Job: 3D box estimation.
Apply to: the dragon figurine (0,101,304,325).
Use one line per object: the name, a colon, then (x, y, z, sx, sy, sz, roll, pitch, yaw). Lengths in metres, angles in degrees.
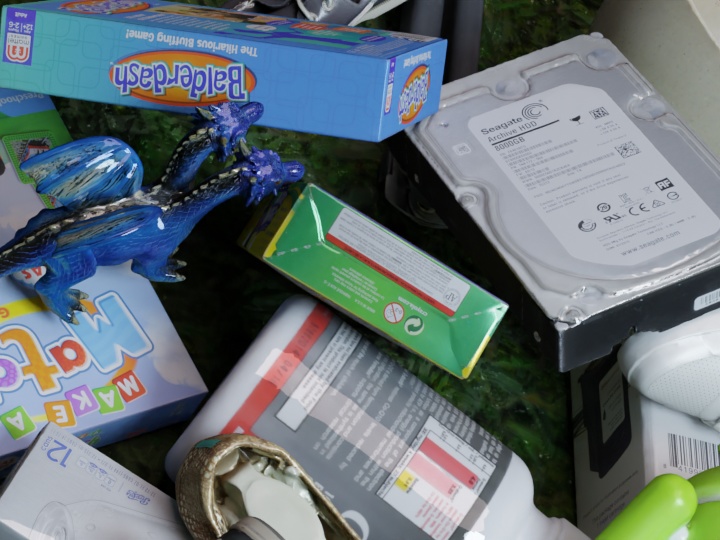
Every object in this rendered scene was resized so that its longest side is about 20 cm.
dragon figurine: (-0.128, -0.025, 1.051, 0.200, 0.099, 0.059, -16, 65, -19)

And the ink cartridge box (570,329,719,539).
ink cartridge box: (0.199, 0.100, 1.234, 0.145, 0.084, 0.200, 16, 52, -20)

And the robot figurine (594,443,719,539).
robot figurine: (0.184, 0.175, 1.051, 0.175, 0.116, 0.200, 42, 41, -19)

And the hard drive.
hard drive: (0.117, -0.043, 1.178, 0.140, 0.038, 0.200, -20, 45, -15)

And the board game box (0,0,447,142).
board game box: (-0.068, -0.108, 1.148, 0.200, 0.045, 0.152, 10, 12, 12)

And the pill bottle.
pill bottle: (0.013, 0.113, 1.094, 0.200, 0.116, 0.116, 37, 47, -1)

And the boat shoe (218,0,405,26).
boat shoe: (-0.030, -0.161, 1.279, 0.073, 0.063, 0.200, 43, 61, 17)

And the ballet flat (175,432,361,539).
ballet flat: (-0.011, 0.152, 0.990, 0.200, 0.065, 0.071, 45, 71, 8)

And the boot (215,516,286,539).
boot: (-0.085, 0.213, 0.934, 0.151, 0.200, 0.073, -19, 36, -32)

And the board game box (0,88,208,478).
board game box: (-0.187, 0.004, 1.110, 0.151, 0.037, 0.200, -16, 68, -37)

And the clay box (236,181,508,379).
clay box: (0.000, 0.000, 1.128, 0.115, 0.200, 0.048, 31, 90, -8)

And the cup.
cup: (0.203, -0.097, 1.322, 0.200, 0.143, 0.200, 32, 34, -25)

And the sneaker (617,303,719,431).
sneaker: (0.234, 0.086, 1.157, 0.200, 0.074, 0.116, 8, 52, -26)

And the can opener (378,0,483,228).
can opener: (0.052, -0.116, 1.313, 0.053, 0.067, 0.200, 19, 57, -19)

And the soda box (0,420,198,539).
soda box: (-0.087, 0.159, 1.036, 0.200, 0.068, 0.063, 34, 48, -6)
